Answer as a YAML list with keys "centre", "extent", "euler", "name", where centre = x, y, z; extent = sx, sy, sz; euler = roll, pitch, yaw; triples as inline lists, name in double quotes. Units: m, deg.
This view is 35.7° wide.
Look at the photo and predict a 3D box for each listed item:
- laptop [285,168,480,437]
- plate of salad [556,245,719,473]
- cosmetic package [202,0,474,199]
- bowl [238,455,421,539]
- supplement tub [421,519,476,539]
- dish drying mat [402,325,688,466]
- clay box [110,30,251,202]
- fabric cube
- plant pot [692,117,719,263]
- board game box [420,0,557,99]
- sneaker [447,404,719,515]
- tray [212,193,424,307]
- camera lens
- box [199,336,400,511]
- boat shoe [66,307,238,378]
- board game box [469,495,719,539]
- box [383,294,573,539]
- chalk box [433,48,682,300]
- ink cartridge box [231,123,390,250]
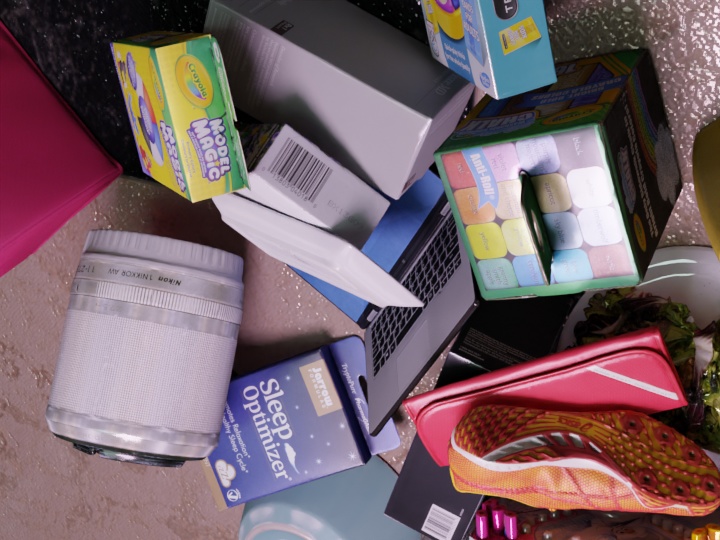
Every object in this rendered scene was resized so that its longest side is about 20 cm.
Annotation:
- centre: [0.000, 0.000, 0.962]
  extent: [0.116, 0.200, 0.187]
  euler: [17, 132, -19]
  name: "laptop"
- centre: [0.242, 0.075, 0.857]
  extent: [0.200, 0.048, 0.200]
  euler: [-8, 72, 27]
  name: "plate of salad"
- centre: [-0.020, -0.153, 0.891]
  extent: [0.200, 0.107, 0.090]
  euler: [27, 129, 9]
  name: "cosmetic package"
- centre: [-0.047, 0.278, 1.164]
  extent: [0.200, 0.105, 0.201]
  euler: [13, 124, 20]
  name: "bowl"
- centre: [0.155, 0.320, 1.054]
  extent: [0.200, 0.145, 0.146]
  euler: [7, 121, 25]
  name: "supplement tub"
- centre: [0.137, 0.099, 0.838]
  extent: [0.200, 0.018, 0.077]
  euler: [-19, 123, 19]
  name: "dish drying mat"
- centre: [-0.140, -0.122, 0.857]
  extent: [0.200, 0.048, 0.115]
  euler: [-151, 46, -65]
  name: "clay box"
- centre: [-0.392, -0.085, 1.071]
  extent: [0.200, 0.199, 0.196]
  euler: [-34, 98, 38]
  name: "fabric cube"
- centre: [0.339, -0.033, 0.725]
  extent: [0.200, 0.176, 0.200]
  euler: [47, 129, -5]
  name: "plant pot"
- centre: [0.070, -0.233, 0.769]
  extent: [0.047, 0.151, 0.200]
  euler: [-18, 114, -7]
  name: "board game box"
- centre: [0.164, 0.145, 0.826]
  extent: [0.200, 0.073, 0.077]
  euler: [10, 141, 9]
  name: "sneaker"
- centre: [-0.045, -0.016, 0.926]
  extent: [0.200, 0.022, 0.107]
  euler: [23, 168, 46]
  name: "tray"
- centre: [-0.197, 0.074, 1.039]
  extent: [0.160, 0.160, 0.200]
  euler: [7, 83, 24]
  name: "camera lens"
- centre: [-0.072, 0.150, 1.096]
  extent: [0.200, 0.032, 0.121]
  euler: [-21, 92, 17]
  name: "box"
- centre: [-0.210, 0.077, 1.158]
  extent: [0.200, 0.070, 0.066]
  euler: [38, 116, 5]
  name: "boat shoe"
- centre: [0.206, 0.178, 0.900]
  extent: [0.200, 0.200, 0.026]
  euler: [1, 102, 19]
  name: "board game box"
- centre: [0.101, 0.119, 0.965]
  extent: [0.079, 0.141, 0.200]
  euler: [26, 127, 11]
  name: "box"
- centre: [0.140, -0.060, 0.799]
  extent: [0.124, 0.200, 0.125]
  euler: [-7, 114, 31]
  name: "chalk box"
- centre: [-0.067, -0.073, 0.928]
  extent: [0.109, 0.050, 0.200]
  euler: [36, 172, -24]
  name: "ink cartridge box"
